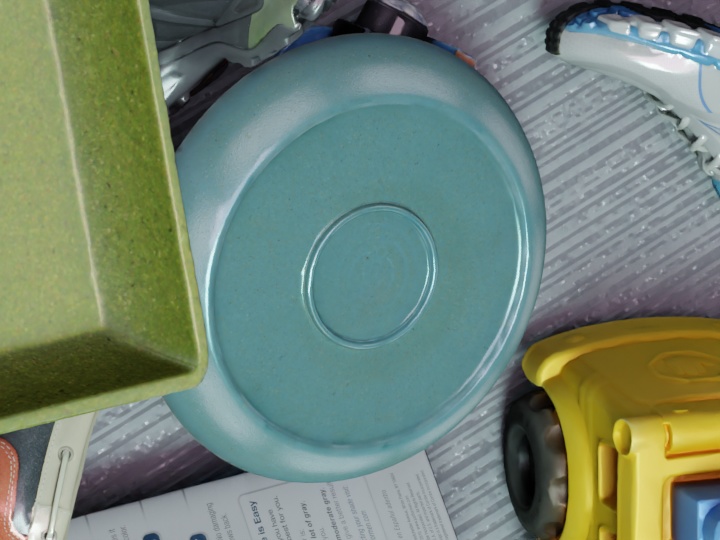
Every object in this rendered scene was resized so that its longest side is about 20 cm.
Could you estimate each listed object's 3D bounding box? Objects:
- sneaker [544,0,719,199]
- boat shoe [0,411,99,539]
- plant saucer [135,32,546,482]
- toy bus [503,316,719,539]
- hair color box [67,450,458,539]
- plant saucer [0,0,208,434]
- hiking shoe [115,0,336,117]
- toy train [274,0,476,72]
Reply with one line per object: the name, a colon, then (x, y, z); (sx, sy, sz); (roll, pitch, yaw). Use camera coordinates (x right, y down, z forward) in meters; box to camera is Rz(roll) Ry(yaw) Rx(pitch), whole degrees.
sneaker: (0.173, -0.068, 1.223); (0.199, 0.075, 0.087); (15, 103, -17)
boat shoe: (-0.117, 0.036, 1.133); (0.062, 0.071, 0.200); (23, 62, 7)
plant saucer: (0.000, 0.000, 1.127); (0.199, 0.027, 0.201); (-10, 111, -26)
toy bus: (0.156, 0.138, 1.197); (0.135, 0.192, 0.201); (-5, 104, -15)
hair color box: (-0.054, 0.149, 1.187); (0.199, 0.061, 0.100); (-14, 60, -12)
plant saucer: (-0.167, -0.034, 1.027); (0.199, 0.048, 0.201); (-12, 94, -37)
hiking shoe: (-0.097, -0.115, 1.118); (0.200, 0.076, 0.101); (-29, 99, 24)
toy train: (-0.007, -0.020, 1.180); (0.114, 0.087, 0.201); (28, 91, -27)
